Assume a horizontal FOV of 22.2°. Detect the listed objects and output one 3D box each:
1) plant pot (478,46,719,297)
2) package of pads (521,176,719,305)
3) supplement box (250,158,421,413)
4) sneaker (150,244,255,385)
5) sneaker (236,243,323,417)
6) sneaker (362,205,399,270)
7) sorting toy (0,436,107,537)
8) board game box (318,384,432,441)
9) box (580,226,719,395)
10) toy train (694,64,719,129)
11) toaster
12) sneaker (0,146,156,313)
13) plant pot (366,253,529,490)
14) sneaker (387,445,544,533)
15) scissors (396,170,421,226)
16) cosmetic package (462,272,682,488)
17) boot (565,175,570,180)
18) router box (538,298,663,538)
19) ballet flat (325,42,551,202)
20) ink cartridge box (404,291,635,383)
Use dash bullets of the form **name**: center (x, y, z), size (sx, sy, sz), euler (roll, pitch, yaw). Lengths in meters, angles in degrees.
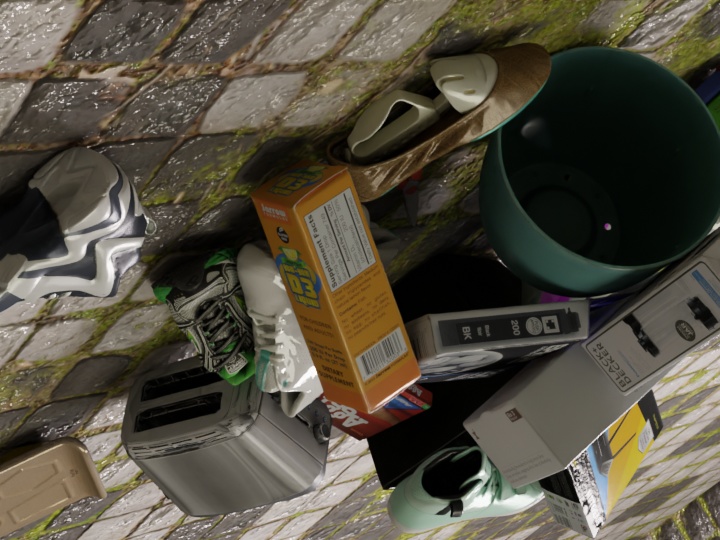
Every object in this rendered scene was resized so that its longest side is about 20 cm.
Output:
- **plant pot**: center (0.192, -0.066, 1.582), size (0.200, 0.201, 0.161), euler (-21, 165, -19)
- **package of pads**: center (0.257, -0.020, 1.780), size (0.154, 0.068, 0.200), euler (12, 140, -8)
- **supplement box**: center (-0.019, 0.013, 1.483), size (0.069, 0.200, 0.067), euler (-32, -153, -29)
- **sneaker**: center (-0.118, 0.040, 1.578), size (0.078, 0.085, 0.200), euler (-28, 160, 0)
- **sneaker**: center (-0.066, 0.059, 1.564), size (0.089, 0.075, 0.200), euler (-54, 146, -19)
- **sneaker**: center (0.000, 0.000, 1.649), size (0.088, 0.075, 0.200), euler (-40, 160, -4)
- **sorting toy**: center (-0.355, 0.221, 1.790), size (0.200, 0.037, 0.185), euler (-21, 159, -9)
- **board game box**: center (-0.039, 0.097, 1.738), size (0.200, 0.019, 0.103), euler (32, 138, -30)
- **box**: center (0.277, 0.019, 1.507), size (0.117, 0.060, 0.200), euler (-39, 176, -31)
- **toy train**: center (0.362, -0.108, 1.789), size (0.085, 0.116, 0.200), euler (-42, 161, -6)
- **toaster**: center (-0.134, 0.151, 1.722), size (0.200, 0.114, 0.129), euler (-15, 136, 27)
- **sneaker**: center (-0.233, 0.001, 1.332), size (0.199, 0.080, 0.130), euler (-41, 151, 5)
- **plant pot**: center (0.103, 0.095, 1.873), size (0.200, 0.178, 0.199), euler (-39, 158, 25)
- **sneaker**: center (0.132, 0.198, 1.786), size (0.200, 0.074, 0.118), euler (-18, 164, -20)
- **scissors**: center (0.049, -0.079, 1.612), size (0.073, 0.014, 0.200), euler (-33, 158, 7)
- **cosmetic package**: center (0.199, 0.097, 1.632), size (0.200, 0.081, 0.113), euler (-40, -179, -23)
- **boot**: center (0.218, -0.063, 1.838), size (0.200, 0.068, 0.131), euler (-35, 147, 19)
- **router box**: center (0.223, 0.144, 1.783), size (0.149, 0.051, 0.200), euler (-54, 144, -24)
- **ballet flat**: center (0.055, -0.127, 1.452), size (0.200, 0.068, 0.072), euler (-30, 141, 16)
- **ink cartridge box**: center (0.112, 0.064, 1.610), size (0.200, 0.043, 0.198), euler (-6, 170, -23)
